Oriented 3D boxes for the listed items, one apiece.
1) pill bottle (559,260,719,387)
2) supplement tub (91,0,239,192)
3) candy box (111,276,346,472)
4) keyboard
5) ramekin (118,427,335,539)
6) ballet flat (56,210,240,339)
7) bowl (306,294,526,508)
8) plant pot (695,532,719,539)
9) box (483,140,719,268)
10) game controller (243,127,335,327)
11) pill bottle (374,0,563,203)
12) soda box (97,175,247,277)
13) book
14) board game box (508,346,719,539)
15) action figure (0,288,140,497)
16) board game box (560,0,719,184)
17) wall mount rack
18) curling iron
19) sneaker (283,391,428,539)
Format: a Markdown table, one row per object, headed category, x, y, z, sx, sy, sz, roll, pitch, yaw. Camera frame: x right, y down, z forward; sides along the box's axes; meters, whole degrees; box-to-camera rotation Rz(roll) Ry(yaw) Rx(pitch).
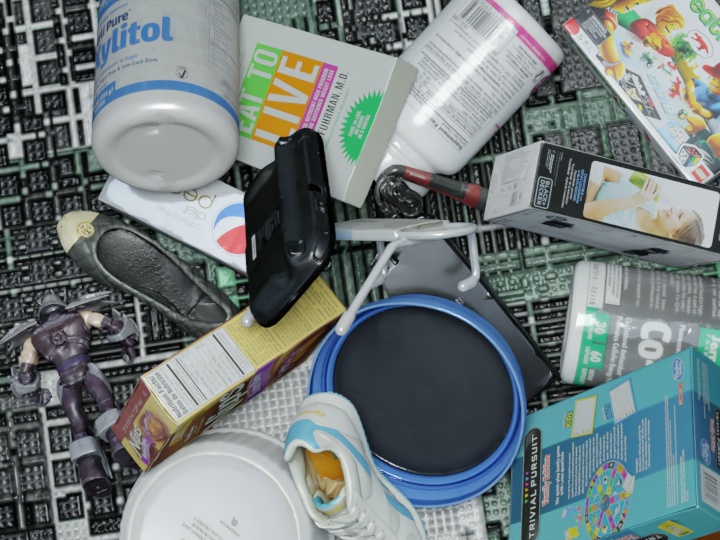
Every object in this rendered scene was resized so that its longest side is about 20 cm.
| category | x | y | z | sx | sy | sz | roll | pitch | yaw |
| --- | --- | --- | --- | --- | --- | --- | --- | --- | --- |
| pill bottle | 0.282 | 0.058 | 1.419 | 0.199 | 0.113 | 0.114 | 7 | 84 | 6 |
| supplement tub | -0.174 | -0.184 | 1.439 | 0.131 | 0.132 | 0.201 | -6 | 58 | 4 |
| candy box | -0.115 | 0.086 | 1.401 | 0.200 | 0.117 | 0.057 | -32 | 79 | -32 |
| keyboard | 0.083 | 0.051 | 1.473 | 0.104 | 0.040 | 0.200 | -38 | 92 | 2 |
| ramekin | -0.125 | 0.240 | 1.438 | 0.201 | 0.094 | 0.203 | 0 | 83 | 4 |
| ballet flat | -0.194 | -0.001 | 1.486 | 0.200 | 0.057 | 0.067 | 31 | 70 | 5 |
| bowl | 0.052 | 0.114 | 1.425 | 0.200 | 0.039 | 0.201 | 6 | 111 | 15 |
| plant pot | 0.350 | 0.235 | 1.353 | 0.183 | 0.200 | 0.201 | 35 | 87 | -21 |
| box | 0.223 | -0.055 | 1.407 | 0.199 | 0.117 | 0.060 | 13 | 83 | -14 |
| game controller | -0.062 | -0.039 | 1.340 | 0.042 | 0.200 | 0.104 | 21 | 121 | -19 |
| pill bottle | 0.079 | -0.160 | 1.455 | 0.113 | 0.113 | 0.200 | 45 | 96 | 8 |
| soda box | -0.138 | -0.048 | 1.488 | 0.199 | 0.064 | 0.068 | 26 | 86 | 8 |
| book | -0.051 | -0.146 | 1.452 | 0.200 | 0.048 | 0.134 | 22 | 90 | 41 |
| board game box | 0.216 | 0.170 | 1.358 | 0.200 | 0.047 | 0.151 | -28 | 42 | 39 |
| action figure | -0.260 | 0.103 | 1.476 | 0.130 | 0.069 | 0.200 | -29 | 65 | 11 |
| board game box | 0.297 | -0.187 | 1.485 | 0.126 | 0.035 | 0.200 | -38 | 82 | -1 |
| wall mount rack | 0.000 | 0.000 | 1.340 | 0.200 | 0.173 | 0.075 | 1 | 100 | 46 |
| curling iron | 0.097 | -0.061 | 1.445 | 0.199 | 0.026 | 0.050 | 8 | 125 | -29 |
| sneaker | -0.008 | 0.210 | 1.413 | 0.076 | 0.081 | 0.200 | -23 | 108 | 28 |
